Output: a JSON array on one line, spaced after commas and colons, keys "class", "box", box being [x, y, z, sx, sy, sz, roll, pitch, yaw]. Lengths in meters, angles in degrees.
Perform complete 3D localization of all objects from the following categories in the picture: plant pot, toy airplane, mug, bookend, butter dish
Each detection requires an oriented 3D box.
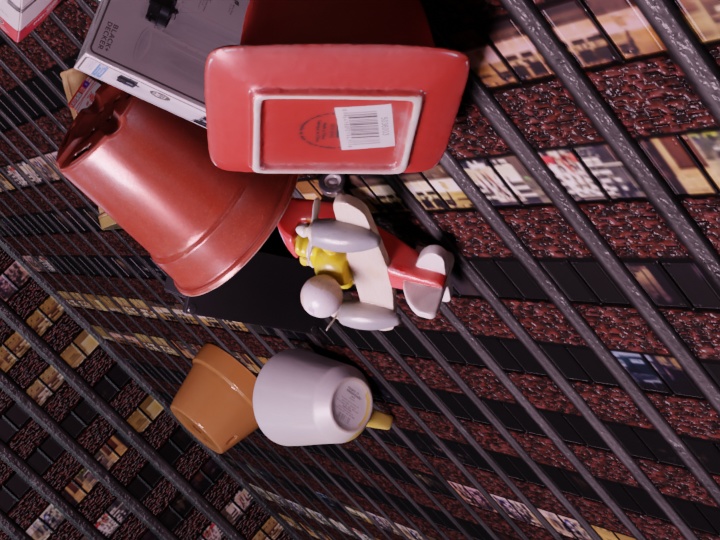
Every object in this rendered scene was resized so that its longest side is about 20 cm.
[{"class": "plant pot", "box": [-0.202, -0.109, 1.352, 0.195, 0.202, 0.200, 39, 165, -28]}, {"class": "toy airplane", "box": [0.000, 0.000, 1.335, 0.200, 0.141, 0.199, 48, 160, -18]}, {"class": "plant pot", "box": [-0.275, 0.259, 2.474, 0.200, 0.140, 0.200, 37, 160, 16]}, {"class": "mug", "box": [-0.046, 0.192, 1.922, 0.153, 0.186, 0.151, -1, 103, 52]}, {"class": "bookend", "box": [-0.177, 0.009, 1.637, 0.199, 0.093, 0.198, 12, -179, -38]}, {"class": "butter dish", "box": [-0.023, -0.171, 1.015, 0.198, 0.149, 0.200, 1, 158, -4]}]

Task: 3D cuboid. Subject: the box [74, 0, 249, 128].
[{"class": "box", "box": [-0.136, -0.191, 1.119, 0.199, 0.117, 0.060, 22, 168, -19]}]

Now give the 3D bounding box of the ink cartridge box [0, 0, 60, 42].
[{"class": "ink cartridge box", "box": [-0.412, -0.365, 1.441, 0.147, 0.083, 0.200, 44, 162, -7]}]

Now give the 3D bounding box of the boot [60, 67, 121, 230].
[{"class": "boot", "box": [-0.301, -0.157, 1.634, 0.175, 0.066, 0.201, -6, -100, -73]}]

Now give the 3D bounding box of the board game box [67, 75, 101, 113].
[{"class": "board game box", "box": [-0.240, -0.149, 1.519, 0.200, 0.046, 0.151, 35, 179, -31]}]

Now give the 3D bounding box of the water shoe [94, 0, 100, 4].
[{"class": "water shoe", "box": [-0.218, -0.253, 1.293, 0.200, 0.071, 0.079, 36, 141, 14]}]
